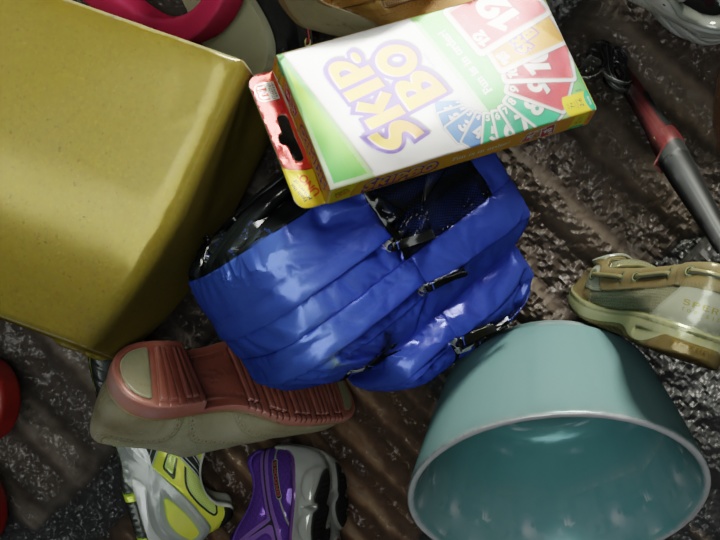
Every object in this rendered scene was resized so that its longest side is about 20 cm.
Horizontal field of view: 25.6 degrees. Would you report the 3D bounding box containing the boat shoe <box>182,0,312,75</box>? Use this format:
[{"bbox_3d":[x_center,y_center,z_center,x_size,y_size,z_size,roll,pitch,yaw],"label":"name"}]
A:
[{"bbox_3d":[-0.097,-0.224,1.114,0.073,0.063,0.203,-28,84,37],"label":"boat shoe"}]

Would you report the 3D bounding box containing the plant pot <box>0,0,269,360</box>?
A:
[{"bbox_3d":[-0.187,-0.053,1.048,0.193,0.196,0.201,19,83,4],"label":"plant pot"}]

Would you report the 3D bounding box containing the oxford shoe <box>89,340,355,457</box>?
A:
[{"bbox_3d":[-0.097,0.093,1.112,0.199,0.071,0.074,8,135,-33],"label":"oxford shoe"}]

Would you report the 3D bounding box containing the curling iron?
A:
[{"bbox_3d":[0.197,-0.080,1.054,0.026,0.049,0.201,-57,45,39],"label":"curling iron"}]

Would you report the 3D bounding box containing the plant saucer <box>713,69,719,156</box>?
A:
[{"bbox_3d":[0.344,-0.111,1.088,0.198,0.034,0.202,0,95,5],"label":"plant saucer"}]

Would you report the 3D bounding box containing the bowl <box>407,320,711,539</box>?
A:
[{"bbox_3d":[0.129,0.108,1.071,0.199,0.201,0.106,-6,53,7],"label":"bowl"}]

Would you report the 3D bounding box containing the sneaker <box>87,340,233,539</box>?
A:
[{"bbox_3d":[-0.149,0.104,1.153,0.076,0.075,0.202,-16,99,-9],"label":"sneaker"}]

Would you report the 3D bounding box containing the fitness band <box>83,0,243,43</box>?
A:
[{"bbox_3d":[-0.151,-0.242,1.091,0.200,0.037,0.144,39,120,23],"label":"fitness band"}]

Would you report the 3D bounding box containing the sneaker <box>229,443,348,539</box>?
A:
[{"bbox_3d":[-0.059,0.224,1.157,0.083,0.080,0.202,7,93,25],"label":"sneaker"}]

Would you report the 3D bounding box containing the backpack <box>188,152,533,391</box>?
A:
[{"bbox_3d":[0.000,0.000,1.039,0.199,0.162,0.169,-32,91,-19],"label":"backpack"}]

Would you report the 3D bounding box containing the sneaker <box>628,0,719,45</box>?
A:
[{"bbox_3d":[0.185,-0.211,1.044,0.199,0.099,0.078,20,97,-11],"label":"sneaker"}]

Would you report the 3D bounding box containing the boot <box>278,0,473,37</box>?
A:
[{"bbox_3d":[0.022,-0.204,1.061,0.143,0.071,0.202,-28,75,-17],"label":"boot"}]

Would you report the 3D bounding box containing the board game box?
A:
[{"bbox_3d":[0.038,-0.109,0.980,0.199,0.030,0.096,-19,72,-14],"label":"board game box"}]

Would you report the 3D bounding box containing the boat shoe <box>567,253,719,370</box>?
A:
[{"bbox_3d":[0.190,0.015,1.036,0.073,0.201,0.064,18,94,-7],"label":"boat shoe"}]

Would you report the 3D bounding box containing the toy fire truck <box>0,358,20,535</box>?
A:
[{"bbox_3d":[-0.352,0.129,1.163,0.167,0.112,0.202,12,97,29],"label":"toy fire truck"}]
